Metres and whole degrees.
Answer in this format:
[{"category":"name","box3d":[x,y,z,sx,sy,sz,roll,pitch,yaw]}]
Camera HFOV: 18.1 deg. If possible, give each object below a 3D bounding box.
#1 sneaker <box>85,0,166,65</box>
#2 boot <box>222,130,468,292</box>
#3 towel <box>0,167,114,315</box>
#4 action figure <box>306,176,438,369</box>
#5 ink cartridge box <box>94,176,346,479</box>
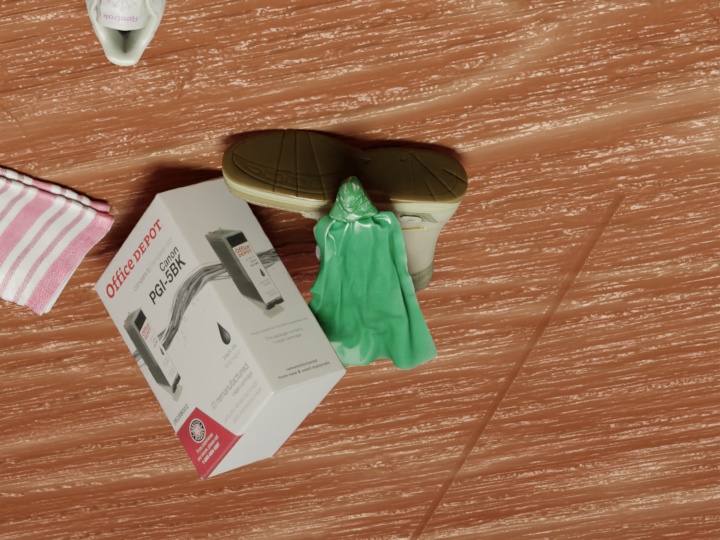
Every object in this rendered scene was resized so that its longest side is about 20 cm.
[{"category":"sneaker","box3d":[-0.156,-0.230,1.598,0.075,0.100,0.200,4,141,-4]},{"category":"boot","box3d":[-0.023,-0.040,1.877,0.200,0.072,0.155,5,145,-9]},{"category":"towel","box3d":[-0.325,-0.035,1.902,0.200,0.030,0.146,18,137,-24]},{"category":"action figure","box3d":[0.000,0.000,1.830,0.118,0.055,0.200,-5,139,-1]},{"category":"ink cartridge box","box3d":[-0.119,0.046,1.865,0.083,0.200,0.147,-16,155,-40]}]
